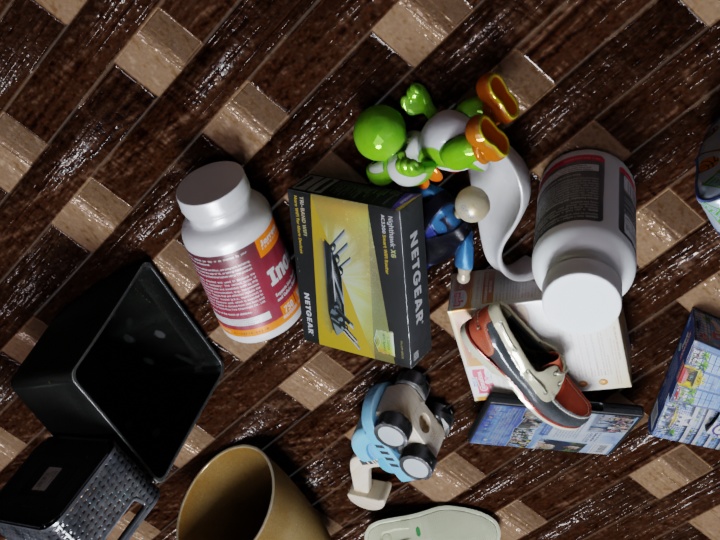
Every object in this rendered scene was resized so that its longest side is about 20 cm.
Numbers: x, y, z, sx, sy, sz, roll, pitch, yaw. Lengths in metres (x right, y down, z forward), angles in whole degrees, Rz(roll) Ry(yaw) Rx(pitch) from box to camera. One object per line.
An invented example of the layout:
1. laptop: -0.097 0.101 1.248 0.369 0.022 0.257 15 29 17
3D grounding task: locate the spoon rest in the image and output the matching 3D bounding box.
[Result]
1. spoon rest: 0.162 -0.064 1.334 0.060 0.099 0.202 -34 130 -17

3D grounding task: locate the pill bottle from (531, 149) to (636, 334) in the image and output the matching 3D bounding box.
1. pill bottle: 0.239 -0.030 1.265 0.109 0.202 0.112 6 130 8

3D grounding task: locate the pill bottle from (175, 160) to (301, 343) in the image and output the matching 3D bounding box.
1. pill bottle: -0.145 -0.022 1.409 0.111 0.114 0.202 -7 128 17

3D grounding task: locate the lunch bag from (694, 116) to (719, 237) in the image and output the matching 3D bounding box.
1. lunch bag: 0.412 -0.114 1.160 0.159 0.201 0.076 -29 111 31

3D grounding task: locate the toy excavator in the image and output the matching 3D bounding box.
1. toy excavator: 0.032 0.241 1.613 0.198 0.101 0.195 -13 124 38

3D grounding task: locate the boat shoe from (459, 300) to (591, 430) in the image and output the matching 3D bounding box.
1. boat shoe: 0.205 0.112 1.381 0.199 0.072 0.062 41 124 -16

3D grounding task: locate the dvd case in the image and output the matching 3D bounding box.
1. dvd case: 0.247 0.197 1.517 0.196 0.018 0.143 6 151 -5

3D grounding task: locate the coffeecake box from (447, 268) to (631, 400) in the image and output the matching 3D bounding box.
1. coffeecake box: 0.219 0.072 1.435 0.196 0.074 0.155 -7 128 17

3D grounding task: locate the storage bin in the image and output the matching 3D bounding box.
1. storage bin: -0.357 0.287 1.462 0.198 0.136 0.094 -6 130 48

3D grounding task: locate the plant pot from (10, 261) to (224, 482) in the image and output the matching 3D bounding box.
1. plant pot: -0.329 0.139 1.538 0.175 0.201 0.201 -9 128 34

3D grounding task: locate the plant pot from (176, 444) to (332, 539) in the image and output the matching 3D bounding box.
1. plant pot: -0.134 0.381 1.712 0.184 0.189 0.200 -24 135 28

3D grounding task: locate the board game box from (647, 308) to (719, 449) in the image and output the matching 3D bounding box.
1. board game box: 0.477 0.158 1.460 0.196 0.062 0.202 11 130 4

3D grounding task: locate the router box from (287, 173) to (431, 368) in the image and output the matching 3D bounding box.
1. router box: 0.000 0.000 1.377 0.155 0.052 0.203 12 121 32

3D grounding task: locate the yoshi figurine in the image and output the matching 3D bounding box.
1. yoshi figurine: 0.064 -0.147 1.261 0.198 0.111 0.114 -17 87 45

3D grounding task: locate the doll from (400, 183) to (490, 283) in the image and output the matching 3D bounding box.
1. doll: 0.079 -0.038 1.364 0.137 0.048 0.199 53 133 -1

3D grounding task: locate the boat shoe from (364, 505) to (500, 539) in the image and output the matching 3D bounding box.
1. boat shoe: 0.107 0.384 1.734 0.196 0.073 0.068 -5 165 7
